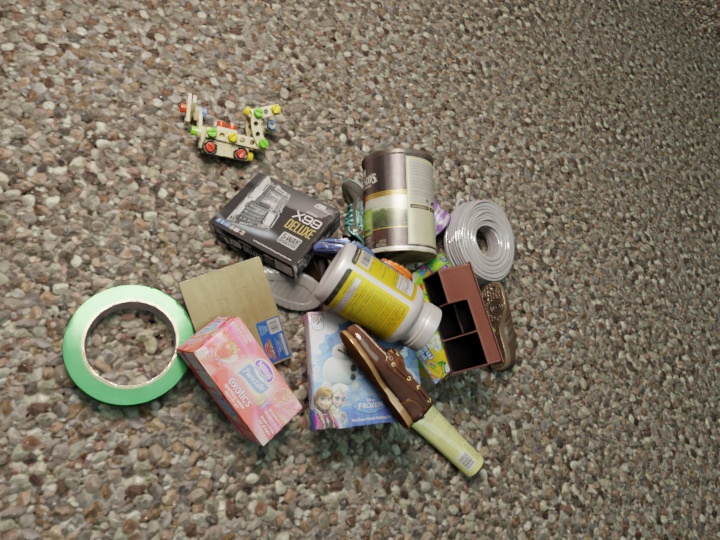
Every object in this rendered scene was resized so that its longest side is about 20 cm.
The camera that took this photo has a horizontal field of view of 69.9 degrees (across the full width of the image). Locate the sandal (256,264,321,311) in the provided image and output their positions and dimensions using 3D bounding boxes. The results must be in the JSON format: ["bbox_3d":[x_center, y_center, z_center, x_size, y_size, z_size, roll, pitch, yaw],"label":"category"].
[{"bbox_3d":[-0.167,0.022,1.000,0.202,0.083,0.050,15,24,-18],"label":"sandal"}]

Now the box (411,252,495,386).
[{"bbox_3d":[0.134,0.105,1.069,0.192,0.122,0.200,-32,87,-30],"label":"box"}]

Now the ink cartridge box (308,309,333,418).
[{"bbox_3d":[-0.060,0.175,0.971,0.037,0.095,0.200,10,68,-20],"label":"ink cartridge box"}]

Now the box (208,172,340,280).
[{"bbox_3d":[-0.162,-0.091,0.998,0.200,0.050,0.158,28,60,17],"label":"box"}]

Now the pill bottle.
[{"bbox_3d":[0.032,0.050,0.870,0.200,0.112,0.113,33,62,-8],"label":"pill bottle"}]

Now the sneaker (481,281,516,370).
[{"bbox_3d":[0.319,0.129,1.184,0.075,0.070,0.201,11,75,-48],"label":"sneaker"}]

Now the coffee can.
[{"bbox_3d":[0.077,-0.123,1.029,0.146,0.146,0.201,3,79,-24],"label":"coffee can"}]

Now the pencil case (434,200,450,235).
[{"bbox_3d":[0.117,-0.155,1.179,0.200,0.084,0.086,42,22,-9],"label":"pencil case"}]

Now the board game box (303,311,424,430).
[{"bbox_3d":[0.005,0.170,0.911,0.199,0.043,0.200,-1,75,-19],"label":"board game box"}]

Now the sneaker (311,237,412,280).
[{"bbox_3d":[0.000,0.000,0.945,0.200,0.075,0.079,25,75,-10],"label":"sneaker"}]

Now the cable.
[{"bbox_3d":[0.284,-0.066,1.211,0.200,0.069,0.200,42,61,-22],"label":"cable"}]

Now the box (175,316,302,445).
[{"bbox_3d":[-0.203,0.183,0.870,0.095,0.103,0.200,-41,108,-30],"label":"box"}]

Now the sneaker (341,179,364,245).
[{"bbox_3d":[-0.004,-0.103,1.110,0.091,0.078,0.200,-21,80,-25],"label":"sneaker"}]

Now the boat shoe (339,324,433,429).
[{"bbox_3d":[0.045,0.167,0.865,0.070,0.070,0.200,-37,97,-17],"label":"boat shoe"}]

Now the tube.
[{"bbox_3d":[0.163,0.331,1.050,0.200,0.052,0.058,44,19,-1],"label":"tube"}]

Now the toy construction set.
[{"bbox_3d":[-0.267,-0.291,1.043,0.199,0.092,0.131,8,93,-14],"label":"toy construction set"}]

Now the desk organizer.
[{"bbox_3d":[0.194,0.092,0.992,0.077,0.072,0.200,-11,78,-25],"label":"desk organizer"}]

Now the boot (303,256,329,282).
[{"bbox_3d":[-0.100,-0.070,1.052,0.073,0.075,0.200,-10,75,-25],"label":"boot"}]

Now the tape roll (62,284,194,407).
[{"bbox_3d":[-0.386,0.126,0.867,0.200,0.048,0.201,8,70,-22],"label":"tape roll"}]

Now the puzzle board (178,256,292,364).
[{"bbox_3d":[-0.224,0.092,0.937,0.150,0.017,0.200,-20,97,-21],"label":"puzzle board"}]
